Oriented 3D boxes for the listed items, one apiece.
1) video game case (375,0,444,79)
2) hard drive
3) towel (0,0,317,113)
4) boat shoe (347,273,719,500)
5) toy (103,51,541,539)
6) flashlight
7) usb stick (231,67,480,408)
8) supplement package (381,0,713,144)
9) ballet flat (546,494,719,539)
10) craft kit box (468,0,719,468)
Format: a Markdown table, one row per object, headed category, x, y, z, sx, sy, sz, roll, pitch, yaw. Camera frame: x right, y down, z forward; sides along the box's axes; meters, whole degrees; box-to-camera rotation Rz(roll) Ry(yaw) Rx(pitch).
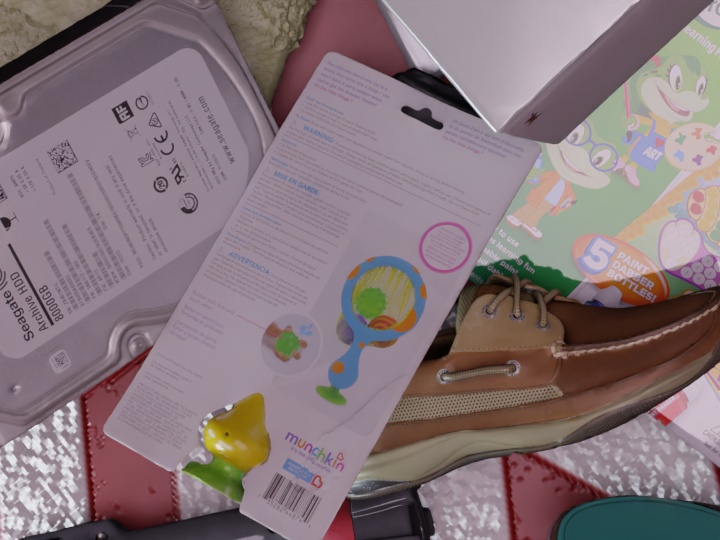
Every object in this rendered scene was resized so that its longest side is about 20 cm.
| category | x | y | z | sx | sy | sz | roll | pitch | yaw |
| --- | --- | --- | --- | --- | --- | --- | --- | --- | --- |
| video game case | 0.062 | -0.217 | 0.939 | 0.181 | 0.023 | 0.201 | -27 | 92 | 7 |
| hard drive | -0.125 | -0.026 | 0.885 | 0.200 | 0.038 | 0.140 | -33 | 111 | -20 |
| towel | -0.123 | -0.129 | 0.955 | 0.199 | 0.036 | 0.149 | 21 | 96 | 3 |
| boat shoe | 0.066 | 0.041 | 0.901 | 0.199 | 0.076 | 0.074 | -20 | 97 | 16 |
| toy | -0.013 | 0.015 | 0.889 | 0.115 | 0.047 | 0.201 | 26 | 77 | 23 |
| flashlight | -0.063 | 0.147 | 0.965 | 0.199 | 0.068 | 0.068 | -14 | 128 | 8 |
| usb stick | 0.000 | 0.000 | 0.951 | 0.055 | 0.033 | 0.201 | 24 | 103 | -12 |
| supplement package | 0.050 | -0.166 | 0.854 | 0.117 | 0.117 | 0.200 | -42 | 80 | 13 |
| ballet flat | 0.185 | 0.147 | 0.941 | 0.199 | 0.071 | 0.070 | 3 | 66 | 2 |
| craft kit box | 0.171 | -0.028 | 0.927 | 0.200 | 0.049 | 0.198 | 36 | 102 | 0 |
